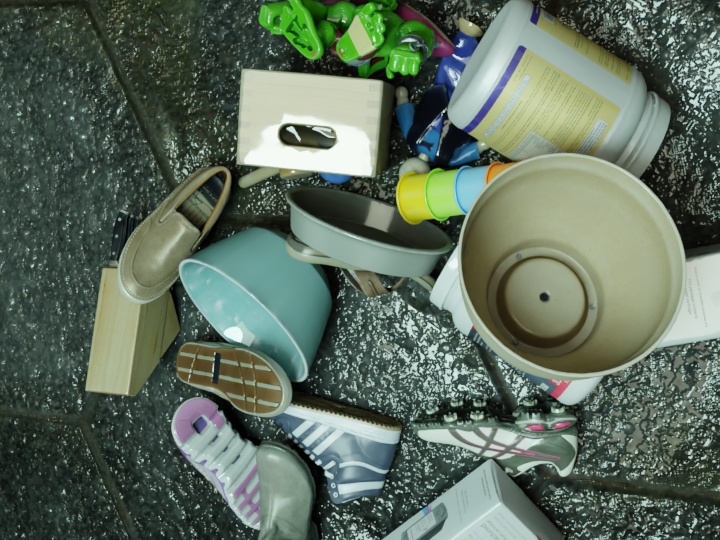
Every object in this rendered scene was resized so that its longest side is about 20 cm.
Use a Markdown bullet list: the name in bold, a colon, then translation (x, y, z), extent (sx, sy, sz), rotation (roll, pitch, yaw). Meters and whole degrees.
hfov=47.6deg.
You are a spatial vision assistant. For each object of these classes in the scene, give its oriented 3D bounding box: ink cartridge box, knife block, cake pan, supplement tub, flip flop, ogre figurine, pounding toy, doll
- **ink cartridge box**: translation (0.125, 0.342, 0.949), extent (0.199, 0.086, 0.148), rotation (-42, 107, 14)
- **knife block**: translation (-0.293, 0.032, 1.034), extent (0.063, 0.201, 0.178), rotation (2, 124, 16)
- **cake pan**: translation (0.006, -0.045, 0.923), extent (0.197, 0.200, 0.037), rotation (22, 108, 14)
- **supplement tub**: translation (0.207, -0.174, 0.863), extent (0.198, 0.146, 0.147), rotation (30, 102, -7)
- **supplement tub**: translation (0.190, 0.038, 0.902), extent (0.198, 0.140, 0.142), rotation (34, 102, 11)
- **flip flop**: translation (0.000, 0.000, 0.950), extent (0.081, 0.197, 0.059), rotation (35, 111, 55)
- **ink cartridge box**: translation (0.389, 0.013, 0.839), extent (0.196, 0.144, 0.086), rotation (-11, 91, 17)
- **ogre figurine**: translation (-0.002, -0.254, 0.873), extent (0.197, 0.119, 0.100), rotation (3, 109, 34)
- **pounding toy**: translation (-0.067, -0.153, 0.954), extent (0.196, 0.184, 0.145), rotation (6, 101, 6)
- **doll**: translation (0.099, -0.188, 0.961), extent (0.135, 0.048, 0.203), rotation (28, 98, 16)

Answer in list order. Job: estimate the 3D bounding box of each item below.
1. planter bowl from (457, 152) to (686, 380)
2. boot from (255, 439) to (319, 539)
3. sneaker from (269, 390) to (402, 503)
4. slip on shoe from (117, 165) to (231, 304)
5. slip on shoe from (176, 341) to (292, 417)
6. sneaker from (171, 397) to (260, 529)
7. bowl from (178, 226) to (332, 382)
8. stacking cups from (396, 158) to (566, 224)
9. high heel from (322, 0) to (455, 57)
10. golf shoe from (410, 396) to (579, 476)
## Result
- **planter bowl**: translation (0.184, 0.011, 0.766), extent (0.196, 0.135, 0.204), rotation (0, 72, 1)
- **boot**: translation (-0.106, 0.319, 0.982), extent (0.066, 0.131, 0.203), rotation (4, 120, 25)
- **sneaker**: translation (-0.053, 0.221, 1.025), extent (0.196, 0.070, 0.111), rotation (13, 96, 12)
- **slip on shoe**: translation (-0.223, -0.049, 1.002), extent (0.076, 0.060, 0.201), rotation (45, 64, -17)
- **slip on shoe**: translation (-0.148, 0.132, 1.015), extent (0.197, 0.060, 0.078), rotation (6, 86, 40)
- **sneaker**: translation (-0.176, 0.249, 1.065), extent (0.080, 0.088, 0.201), rotation (-44, 102, -28)
- **bowl**: translation (-0.110, 0.027, 0.983), extent (0.200, 0.202, 0.105), rotation (37, 64, 11)
- **stacking cups**: translation (0.132, -0.089, 0.871), extent (0.197, 0.060, 0.062), rotation (-5, 93, 41)
- **high heel**: translation (0.020, -0.267, 0.958), extent (0.199, 0.067, 0.097), rotation (37, 95, 36)
- **golf shoe**: translation (0.156, 0.200, 0.960), extent (0.196, 0.077, 0.090), rotation (-3, 100, 17)
